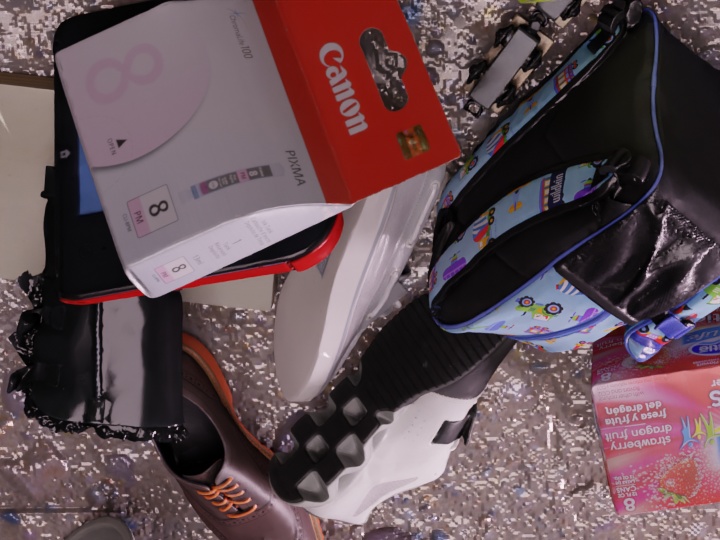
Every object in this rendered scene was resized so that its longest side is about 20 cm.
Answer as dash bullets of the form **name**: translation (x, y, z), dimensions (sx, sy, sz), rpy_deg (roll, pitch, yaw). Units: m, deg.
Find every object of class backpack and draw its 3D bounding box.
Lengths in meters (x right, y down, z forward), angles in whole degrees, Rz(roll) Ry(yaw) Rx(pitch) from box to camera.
- **backpack**: translation (0.137, -0.031, 1.646), dimensions (0.135, 0.183, 0.200), rpy_deg (34, 127, -25)

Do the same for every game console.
- **game console**: translation (-0.099, -0.080, 1.654), dimensions (0.177, 0.200, 0.031), rpy_deg (-8, 151, 9)

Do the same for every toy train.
- **toy train**: translation (0.125, -0.173, 1.657), dimensions (0.034, 0.046, 0.200), rpy_deg (37, 108, -2)

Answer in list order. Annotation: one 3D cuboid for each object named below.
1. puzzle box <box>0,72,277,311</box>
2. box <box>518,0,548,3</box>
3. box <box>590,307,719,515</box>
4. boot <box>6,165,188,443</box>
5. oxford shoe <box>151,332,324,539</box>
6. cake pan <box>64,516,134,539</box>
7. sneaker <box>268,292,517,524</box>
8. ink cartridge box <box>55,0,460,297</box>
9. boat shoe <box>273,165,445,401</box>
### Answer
- **puzzle box**: translation (-0.146, -0.049, 1.745), dimensions (0.200, 0.025, 0.133), rpy_deg (8, 112, 3)
- **box**: translation (0.198, -0.192, 1.562), dimensions (0.200, 0.122, 0.048), rpy_deg (-11, 88, -32)
- **box**: translation (0.246, 0.078, 1.714), dimensions (0.200, 0.100, 0.096), rpy_deg (-9, 110, 9)
- **boot**: translation (-0.118, 0.024, 1.696), dimensions (0.198, 0.073, 0.163), rpy_deg (6, 92, 10)
- **oxford shoe**: translation (-0.090, 0.137, 1.788), dimensions (0.071, 0.073, 0.200), rpy_deg (-30, 106, 17)
- **cake pan**: translation (-0.188, 0.256, 1.786), dimensions (0.037, 0.200, 0.200), rpy_deg (30, 113, -24)
- **sneaker**: translation (0.039, 0.085, 1.761), dimensions (0.200, 0.074, 0.088), rpy_deg (-42, 136, 15)
- **ink cartridge box**: translation (-0.063, -0.096, 1.611), dimensions (0.200, 0.163, 0.057), rpy_deg (-26, 148, 9)
- **boat shoe**: translation (0.000, 0.000, 1.730), dimensions (0.068, 0.072, 0.200), rpy_deg (2, 122, -26)
